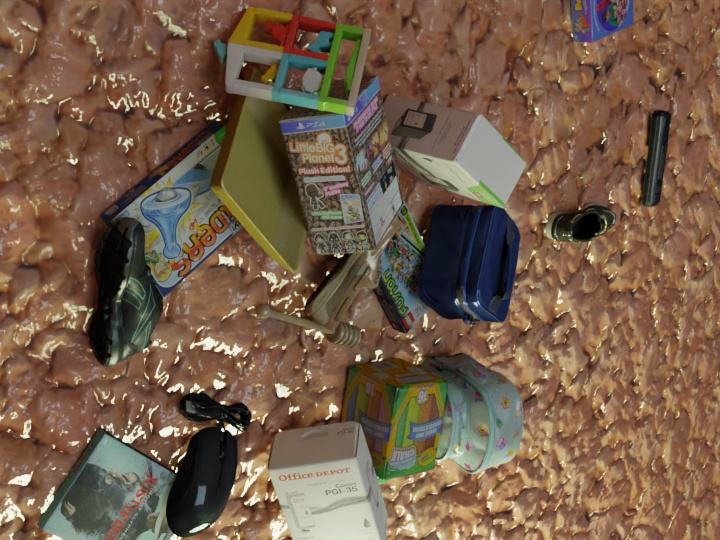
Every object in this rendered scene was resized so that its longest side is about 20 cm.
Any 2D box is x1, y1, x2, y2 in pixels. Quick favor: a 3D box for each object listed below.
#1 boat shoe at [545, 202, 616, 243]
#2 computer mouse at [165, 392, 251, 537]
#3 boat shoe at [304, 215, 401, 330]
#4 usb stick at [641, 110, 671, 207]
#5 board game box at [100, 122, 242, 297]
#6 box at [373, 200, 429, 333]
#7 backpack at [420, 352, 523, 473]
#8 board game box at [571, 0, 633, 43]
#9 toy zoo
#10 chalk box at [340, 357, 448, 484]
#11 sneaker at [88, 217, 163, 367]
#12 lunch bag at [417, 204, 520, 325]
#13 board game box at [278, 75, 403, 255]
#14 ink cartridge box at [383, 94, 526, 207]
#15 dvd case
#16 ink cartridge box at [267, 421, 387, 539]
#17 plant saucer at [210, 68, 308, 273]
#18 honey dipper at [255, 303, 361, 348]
[{"bbox_3d":[0.446,-0.088,1.874,0.199,0.060,0.073,-12,111,-40],"label":"boat shoe"},{"bbox_3d":[-0.216,0.282,1.354,0.138,0.052,0.203,25,77,-48],"label":"computer mouse"},{"bbox_3d":[0.000,0.000,1.438,0.064,0.071,0.200,40,97,-7],"label":"boat shoe"},{"bbox_3d":[0.625,-0.237,2.016,0.055,0.032,0.203,-15,113,-47],"label":"usb stick"},{"bbox_3d":[-0.228,-0.081,1.261,0.200,0.034,0.136,-45,129,-24],"label":"board game box"},{"bbox_3d":[0.063,-0.006,1.558,0.110,0.034,0.201,-46,129,-23],"label":"box"},{"bbox_3d":[0.177,0.247,1.630,0.152,0.199,0.179,-5,108,-41],"label":"backpack"},{"bbox_3d":[0.439,-0.533,1.738,0.134,0.044,0.203,-27,120,-35],"label":"board game box"},{"bbox_3d":[-0.094,-0.275,1.238,0.021,0.197,0.133,98,4,-63],"label":"toy zoo"},{"bbox_3d":[0.049,0.263,1.567,0.123,0.123,0.203,-3,105,-42],"label":"chalk box"},{"bbox_3d":[-0.291,0.023,1.203,0.079,0.075,0.202,-10,126,-41],"label":"sneaker"},{"bbox_3d":[0.188,-0.006,1.569,0.136,0.131,0.203,34,62,-51],"label":"lunch bag"},{"bbox_3d":[-0.021,-0.148,1.341,0.160,0.095,0.203,-57,139,-57],"label":"board game box"},{"bbox_3d":[0.128,-0.183,1.450,0.145,0.199,0.085,34,82,-43],"label":"ink cartridge box"},{"bbox_3d":[-0.324,0.322,1.307,0.147,0.022,0.200,-57,135,-14],"label":"dvd case"},{"bbox_3d":[-0.049,0.345,1.481,0.083,0.144,0.202,-82,160,-58],"label":"ink cartridge box"},{"bbox_3d":[-0.131,-0.128,1.278,0.200,0.048,0.202,53,38,-46],"label":"plant saucer"},{"bbox_3d":[-0.078,0.082,1.453,0.199,0.038,0.038,20,90,-43],"label":"honey dipper"}]
